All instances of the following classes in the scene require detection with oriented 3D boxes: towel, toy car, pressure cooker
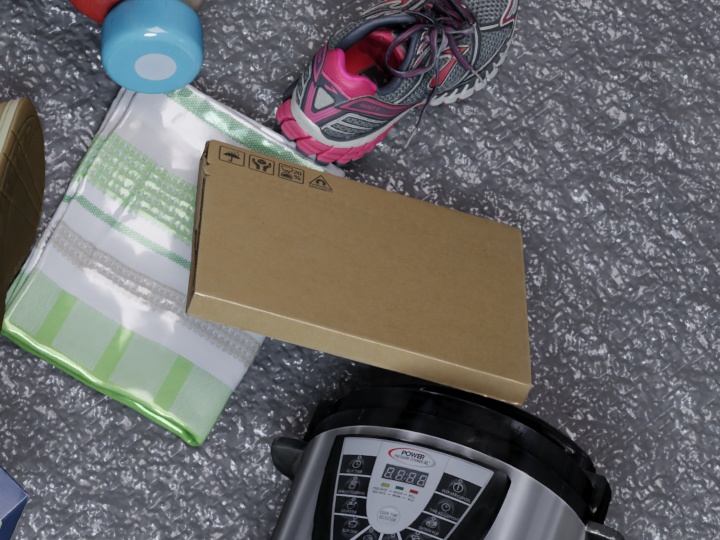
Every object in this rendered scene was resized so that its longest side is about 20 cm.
[{"bbox_3d":[-0.110,-0.013,1.740,0.149,0.031,0.200,29,63,-2],"label":"towel"},{"bbox_3d":[-0.204,-0.206,1.750,0.200,0.177,0.184,-10,54,11],"label":"toy car"},{"bbox_3d":[0.035,0.157,1.633,0.176,0.179,0.200,36,61,-25],"label":"pressure cooker"}]

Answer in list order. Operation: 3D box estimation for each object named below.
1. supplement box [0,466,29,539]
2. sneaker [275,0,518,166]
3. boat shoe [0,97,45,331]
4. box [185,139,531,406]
[{"bbox_3d":[-0.298,0.163,1.516,0.134,0.200,0.200,44,63,6],"label":"supplement box"},{"bbox_3d":[0.036,-0.136,1.801,0.081,0.075,0.200,43,52,6],"label":"sneaker"},{"bbox_3d":[-0.232,-0.015,1.683,0.066,0.074,0.200,3,55,17],"label":"boat shoe"},{"bbox_3d":[0.000,0.000,1.697,0.200,0.021,0.164,16,33,-10],"label":"box"}]
